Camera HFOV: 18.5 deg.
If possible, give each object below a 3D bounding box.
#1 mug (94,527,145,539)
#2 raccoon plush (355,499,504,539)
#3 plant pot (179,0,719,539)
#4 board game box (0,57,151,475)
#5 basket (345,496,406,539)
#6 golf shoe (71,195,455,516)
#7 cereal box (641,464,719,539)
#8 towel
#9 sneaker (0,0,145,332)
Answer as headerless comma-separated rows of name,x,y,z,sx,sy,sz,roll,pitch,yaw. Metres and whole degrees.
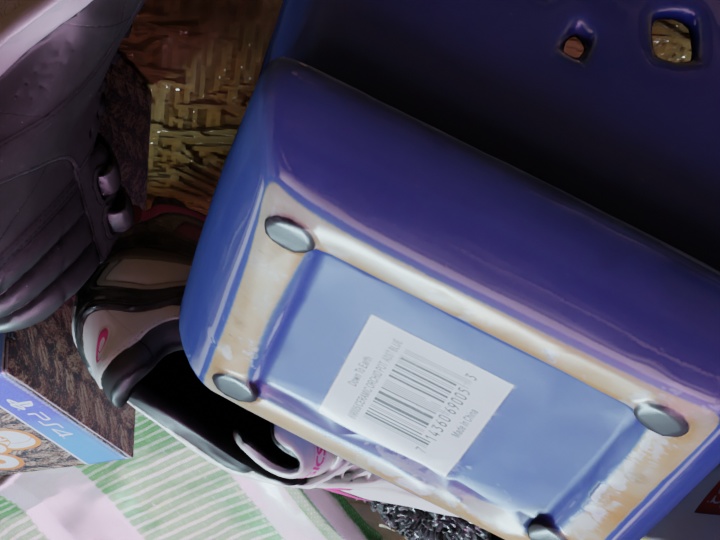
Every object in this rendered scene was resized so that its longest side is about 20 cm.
mug,-0.118,0.093,1.010,0.177,0.201,0.133,-21,147,38
raccoon plush,0.021,0.118,1.090,0.096,0.201,0.134,-11,173,-37
plant pot,0.054,-0.030,0.693,0.199,0.180,0.200,26,152,-1
board game box,-0.192,-0.005,0.850,0.199,0.160,0.097,-8,154,20
basket,-0.039,0.183,1.197,0.138,0.201,0.177,2,154,-2
golf shoe,-0.018,0.054,0.795,0.199,0.092,0.073,26,121,-24
cereal box,0.173,0.039,0.785,0.040,0.200,0.144,51,160,-13
towel,-0.104,0.125,0.891,0.200,0.023,0.153,-33,120,10
sneaker,-0.099,-0.065,0.725,0.071,0.200,0.099,37,179,37
